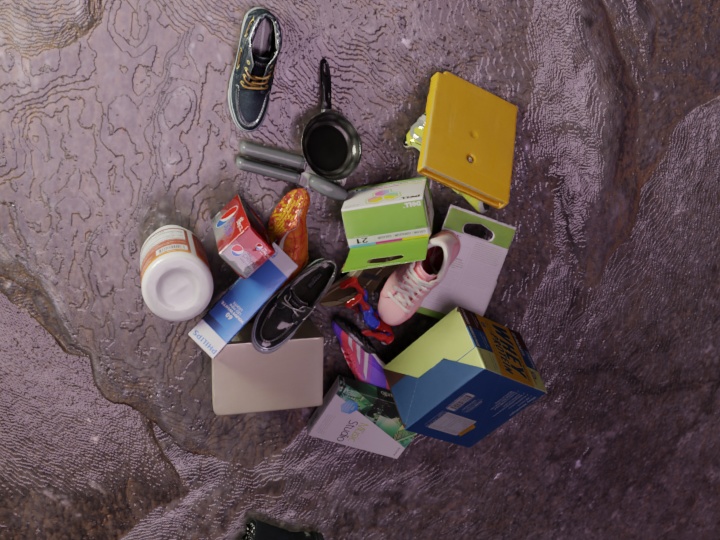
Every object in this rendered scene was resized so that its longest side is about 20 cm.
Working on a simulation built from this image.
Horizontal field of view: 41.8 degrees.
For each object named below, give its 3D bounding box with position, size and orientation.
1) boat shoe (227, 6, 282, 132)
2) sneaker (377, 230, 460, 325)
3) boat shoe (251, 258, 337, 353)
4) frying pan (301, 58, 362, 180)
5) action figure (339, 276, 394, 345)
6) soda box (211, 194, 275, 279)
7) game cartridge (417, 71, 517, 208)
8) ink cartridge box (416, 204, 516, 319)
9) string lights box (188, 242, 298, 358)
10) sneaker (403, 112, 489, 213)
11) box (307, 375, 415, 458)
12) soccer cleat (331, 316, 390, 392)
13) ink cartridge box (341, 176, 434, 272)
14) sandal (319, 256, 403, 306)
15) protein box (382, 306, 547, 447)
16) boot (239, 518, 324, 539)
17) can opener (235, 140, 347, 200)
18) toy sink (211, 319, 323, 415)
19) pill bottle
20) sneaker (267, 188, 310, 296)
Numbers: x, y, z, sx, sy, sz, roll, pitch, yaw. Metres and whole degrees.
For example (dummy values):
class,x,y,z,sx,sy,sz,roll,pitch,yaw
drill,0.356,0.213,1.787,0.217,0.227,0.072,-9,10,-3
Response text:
class,x,y,z,sx,sy,sz,roll,pitch,yaw
boat shoe,-0.170,-0.316,1.511,0.069,0.091,0.204,3,108,-16
sneaker,0.091,0.017,1.611,0.075,0.105,0.201,41,106,4
boat shoe,-0.113,0.052,1.593,0.072,0.071,0.201,38,73,-3
frying pan,-0.066,-0.242,1.579,0.114,0.031,0.192,-30,100,-25
action figure,0.017,0.085,1.696,0.051,0.066,0.200,-30,142,8
soda box,-0.194,-0.058,1.536,0.070,0.200,0.064,-41,112,3
game cartridge,0.186,-0.226,1.613,0.174,0.032,0.203,21,61,-22
ink cartridge box,0.177,-0.012,1.716,0.146,0.076,0.203,17,102,-20
string lights box,-0.192,0.050,1.537,0.059,0.103,0.200,42,81,-3
sneaker,0.153,-0.179,1.652,0.076,0.075,0.201,-37,91,11
box,0.016,0.279,1.775,0.197,0.037,0.145,17,127,-21
soccer cleat,0.003,0.168,1.745,0.073,0.068,0.200,-40,117,6
ink cartridge box,0.043,-0.079,1.574,0.145,0.201,0.077,-8,113,11
sandal,0.000,0.000,1.674,0.080,0.055,0.200,18,130,-41
protein box,0.188,0.198,1.701,0.198,0.136,0.198,-41,139,25
boot,-0.175,0.589,1.835,0.166,0.076,0.203,15,97,-23
can opener,-0.112,-0.172,1.597,0.197,0.067,0.053,15,106,-15
toy sink,-0.172,0.168,1.669,0.196,0.112,0.133,-4,106,-17
pill bottle,-0.301,-0.004,1.526,0.110,0.200,0.114,-5,110,-13
sneaker,-0.123,-0.047,1.643,0.076,0.073,0.203,3,114,-39
